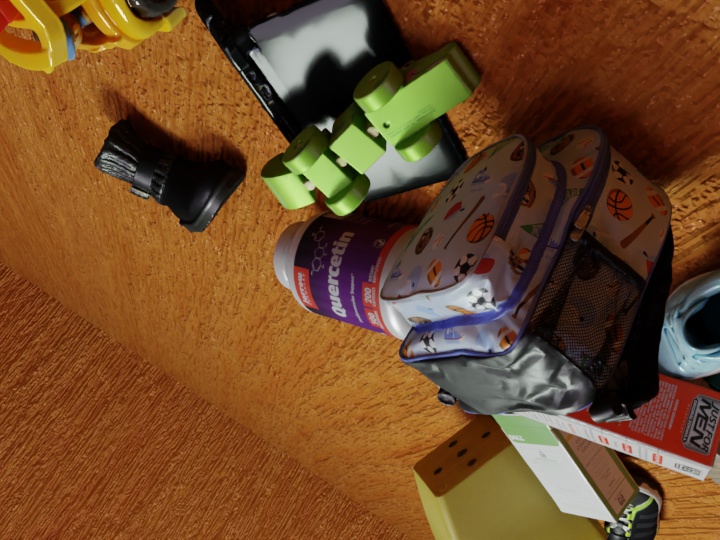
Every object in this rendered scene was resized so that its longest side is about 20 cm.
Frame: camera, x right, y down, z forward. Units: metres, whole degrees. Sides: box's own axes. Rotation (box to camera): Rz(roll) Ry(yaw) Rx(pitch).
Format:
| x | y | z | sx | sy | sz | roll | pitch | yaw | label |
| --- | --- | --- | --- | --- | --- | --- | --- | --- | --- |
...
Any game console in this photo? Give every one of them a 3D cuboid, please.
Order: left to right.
| x | y | z | sx | sy | sz | roll | pitch | yaw | label |
| --- | --- | --- | --- | --- | --- | --- | --- | --- | --- |
| -0.026 | -0.156 | 0.719 | 0.201 | 0.116 | 0.177 | 53 | -178 | -41 | game console |

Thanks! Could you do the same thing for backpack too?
| x | y | z | sx | sy | sz | roll | pitch | yaw | label |
| --- | --- | --- | --- | --- | --- | --- | --- | --- | --- |
| 0.117 | -0.006 | 0.596 | 0.154 | 0.192 | 0.199 | 45 | 156 | -18 | backpack |

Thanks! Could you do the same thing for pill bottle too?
| x | y | z | sx | sy | sz | roll | pitch | yaw | label |
| --- | --- | --- | --- | --- | --- | --- | --- | --- | --- |
| 0.000 | 0.000 | 0.889 | 0.198 | 0.113 | 0.113 | 12 | 151 | 43 | pill bottle |

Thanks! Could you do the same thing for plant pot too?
| x | y | z | sx | sy | sz | roll | pitch | yaw | label |
| --- | --- | --- | --- | --- | --- | --- | --- | --- | --- |
| 0.184 | 0.322 | 1.184 | 0.178 | 0.198 | 0.200 | 57 | 174 | -12 | plant pot |

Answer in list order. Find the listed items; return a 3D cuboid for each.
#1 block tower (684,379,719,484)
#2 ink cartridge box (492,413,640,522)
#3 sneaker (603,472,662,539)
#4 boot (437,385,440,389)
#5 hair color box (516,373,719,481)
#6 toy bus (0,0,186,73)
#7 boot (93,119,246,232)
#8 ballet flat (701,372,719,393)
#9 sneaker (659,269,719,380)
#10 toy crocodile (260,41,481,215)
| x | y | z | sx | sy | sz | roll | pitch | yaw | label |
| --- | --- | --- | --- | --- | --- | --- | --- | --- | --- |
| 0.328 | 0.151 | 0.815 | 0.199 | 0.058 | 0.054 | 39 | 158 | -11 | block tower |
| 0.242 | 0.209 | 1.044 | 0.201 | 0.059 | 0.103 | 53 | 156 | -11 | ink cartridge box |
| 0.358 | 0.333 | 1.132 | 0.071 | 0.084 | 0.201 | 15 | 152 | 38 | sneaker |
| 0.124 | 0.024 | 0.820 | 0.073 | 0.094 | 0.203 | 36 | 133 | 40 | boot |
| 0.203 | 0.112 | 0.729 | 0.197 | 0.062 | 0.102 | 18 | 168 | 23 | hair color box |
| -0.254 | -0.225 | 0.661 | 0.134 | 0.194 | 0.201 | 18 | 157 | 30 | toy bus |
| -0.234 | -0.120 | 1.019 | 0.157 | 0.080 | 0.210 | 40 | 159 | -17 | boot |
| 0.328 | 0.063 | 0.618 | 0.061 | 0.069 | 0.200 | 8 | 167 | -16 | ballet flat |
| 0.248 | 0.036 | 0.617 | 0.201 | 0.080 | 0.075 | 120 | 133 | -62 | sneaker |
| 0.003 | -0.105 | 0.650 | 0.199 | 0.062 | 0.067 | -34 | 121 | 30 | toy crocodile |
